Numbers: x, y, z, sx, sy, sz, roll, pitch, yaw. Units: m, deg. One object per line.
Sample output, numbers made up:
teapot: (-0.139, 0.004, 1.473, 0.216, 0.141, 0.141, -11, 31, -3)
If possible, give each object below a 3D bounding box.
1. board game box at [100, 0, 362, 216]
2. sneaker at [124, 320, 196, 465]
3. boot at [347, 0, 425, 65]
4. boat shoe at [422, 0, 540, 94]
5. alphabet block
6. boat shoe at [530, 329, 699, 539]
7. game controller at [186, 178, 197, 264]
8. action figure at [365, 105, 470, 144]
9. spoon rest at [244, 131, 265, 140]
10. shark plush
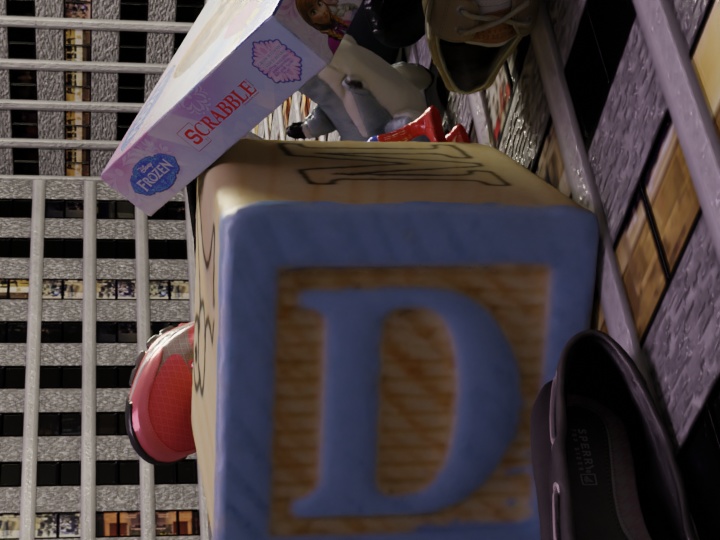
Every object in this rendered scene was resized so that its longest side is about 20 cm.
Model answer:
board game box: (-0.050, -0.150, 0.876, 0.199, 0.041, 0.201, -33, 25, 48)
sneaker: (-0.071, 0.047, 0.994, 0.086, 0.200, 0.074, -14, 114, 54)
boot: (0.011, -0.200, 1.173, 0.169, 0.075, 0.202, -101, 21, -62)
boat shoe: (0.074, -0.160, 0.859, 0.200, 0.074, 0.069, 95, 170, -77)
alphabet block: (0.007, 0.037, 0.861, 0.200, 0.194, 0.198, -123, 37, -72)
boat shoe: (0.108, 0.105, 0.653, 0.201, 0.066, 0.058, -97, 8, -53)
game controller: (-0.091, -0.011, 1.118, 0.104, 0.042, 0.202, 30, -139, -51)
action figure: (-0.022, -0.041, 1.008, 0.065, 0.198, 0.052, 16, -125, -58)
spoon rest: (-0.003, -0.045, 1.071, 0.060, 0.199, 0.100, 10, -75, -59)
shark plush: (-0.018, -0.114, 1.084, 0.083, 0.199, 0.091, -46, 45, 26)
